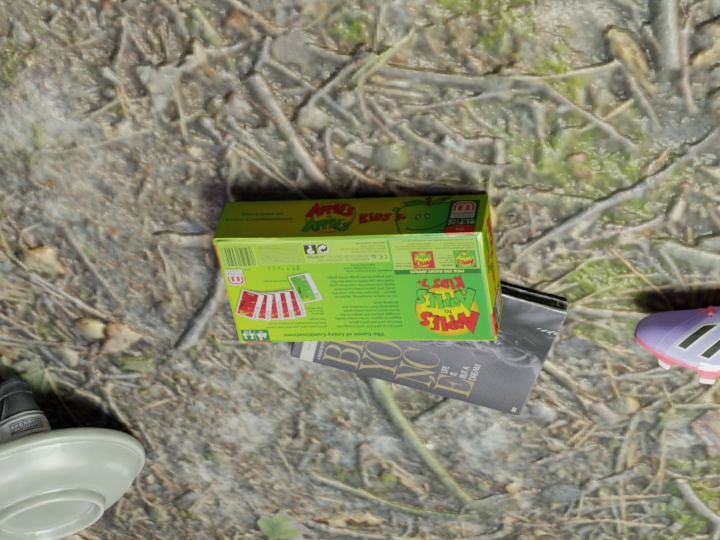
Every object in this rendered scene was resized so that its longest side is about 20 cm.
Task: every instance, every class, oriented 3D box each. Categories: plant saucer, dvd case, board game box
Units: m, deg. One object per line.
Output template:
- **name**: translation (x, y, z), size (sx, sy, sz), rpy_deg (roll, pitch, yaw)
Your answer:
- **plant saucer**: translation (-0.291, 0.208, 1.486), size (0.199, 0.050, 0.200), rpy_deg (-15, 154, -7)
- **dvd case**: translation (0.050, 0.048, 1.290), size (0.199, 0.016, 0.149), rpy_deg (15, 142, -1)
- **board game box**: translation (0.000, 0.000, 1.201), size (0.199, 0.048, 0.102), rpy_deg (-1, 129, 13)

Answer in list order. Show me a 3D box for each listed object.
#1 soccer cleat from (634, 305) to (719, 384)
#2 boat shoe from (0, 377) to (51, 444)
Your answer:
- **soccer cleat**: translation (0.304, 0.047, 1.191), size (0.199, 0.067, 0.077), rpy_deg (12, 111, 11)
- **boat shoe**: translation (-0.339, 0.163, 1.506), size (0.071, 0.068, 0.200), rpy_deg (-12, 156, -30)
